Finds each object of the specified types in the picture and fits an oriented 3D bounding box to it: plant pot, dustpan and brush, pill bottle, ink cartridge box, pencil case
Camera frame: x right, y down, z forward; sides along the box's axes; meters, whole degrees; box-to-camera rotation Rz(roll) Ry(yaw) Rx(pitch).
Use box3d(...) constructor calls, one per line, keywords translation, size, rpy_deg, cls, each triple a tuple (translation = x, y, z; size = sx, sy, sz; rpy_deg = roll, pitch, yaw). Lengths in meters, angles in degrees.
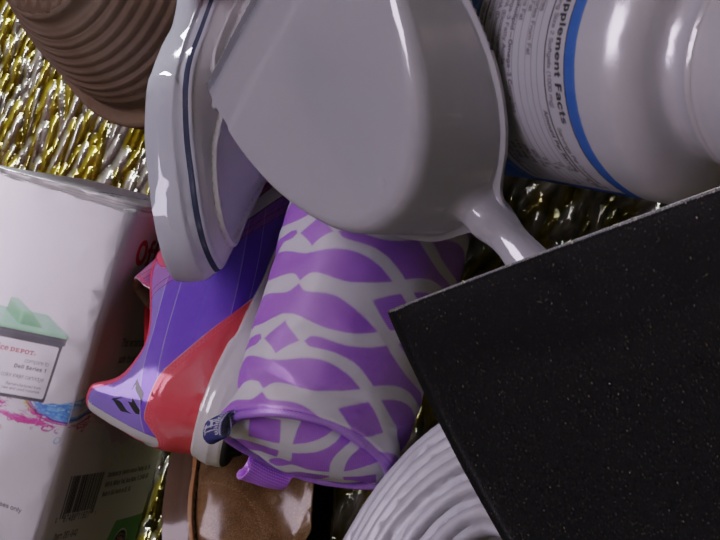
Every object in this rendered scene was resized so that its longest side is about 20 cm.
box3d(translation=(0.160, 0.057, 0.746), size=(0.199, 0.199, 0.179), rpy_deg=(-20, 85, 47), cls="plant pot")
box3d(translation=(0.027, -0.042, 0.962), size=(0.201, 0.057, 0.140), rpy_deg=(59, 138, 25), cls="dustpan and brush")
box3d(translation=(0.108, -0.085, 0.957), size=(0.199, 0.112, 0.113), rpy_deg=(14, 85, 53), cls="pill bottle")
box3d(translation=(-0.147, 0.056, 1.174), size=(0.083, 0.145, 0.202), rpy_deg=(17, 93, 13), cls="ink cartridge box")
box3d(translation=(0.000, 0.000, 1.054), size=(0.085, 0.083, 0.201), rpy_deg=(-40, 28, 63), cls="pencil case")
box3d(translation=(-0.125, -0.174, 1.230), size=(0.200, 0.092, 0.203), rpy_deg=(-3, 86, 48), cls="plant pot")

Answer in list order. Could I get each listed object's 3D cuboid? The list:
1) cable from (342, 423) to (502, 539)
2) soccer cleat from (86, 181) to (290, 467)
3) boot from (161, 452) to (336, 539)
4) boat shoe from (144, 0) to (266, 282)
box3d(translation=(0.058, 0.144, 0.949), size=(0.199, 0.069, 0.202), rpy_deg=(-5, 70, 52), cls="cable")
box3d(translation=(-0.063, -0.008, 1.115), size=(0.068, 0.073, 0.201), rpy_deg=(99, -173, -61), cls="soccer cleat")
box3d(translation=(-0.046, 0.055, 1.150), size=(0.075, 0.074, 0.202), rpy_deg=(-12, 58, 19), cls="boot")
box3d(translation=(-0.052, -0.083, 1.089), size=(0.066, 0.074, 0.201), rpy_deg=(-7, 50, 12), cls="boat shoe")
